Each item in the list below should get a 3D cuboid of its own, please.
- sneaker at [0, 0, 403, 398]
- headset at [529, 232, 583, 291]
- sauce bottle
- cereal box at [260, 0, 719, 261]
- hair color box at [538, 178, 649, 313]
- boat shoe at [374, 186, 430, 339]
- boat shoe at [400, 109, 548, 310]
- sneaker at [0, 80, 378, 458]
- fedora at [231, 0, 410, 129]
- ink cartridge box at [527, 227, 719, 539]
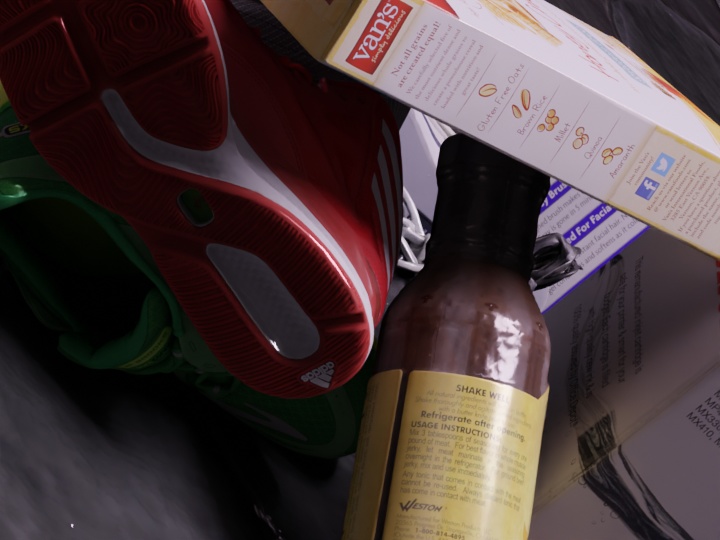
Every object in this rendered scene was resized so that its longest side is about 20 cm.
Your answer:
[{"bbox_3d":[-0.053,-0.061,1.003,0.200,0.078,0.116,63,22,-15],"label":"sneaker"},{"bbox_3d":[0.094,0.071,1.249,0.200,0.094,0.124,52,13,-33],"label":"headset"},{"bbox_3d":[0.033,0.051,1.021,0.065,0.065,0.200,30,66,-47],"label":"sauce bottle"},{"bbox_3d":[0.041,-0.077,1.014,0.200,0.040,0.144,25,15,-36],"label":"cereal box"},{"bbox_3d":[0.138,0.012,1.451,0.200,0.109,0.065,58,19,23],"label":"hair color box"},{"bbox_3d":[0.002,0.002,1.182,0.074,0.068,0.199,52,10,-20],"label":"boat shoe"},{"bbox_3d":[0.014,-0.047,1.339,0.200,0.072,0.066,40,16,-34],"label":"boat shoe"},{"bbox_3d":[-0.071,0.013,1.035,0.200,0.074,0.084,39,40,-27],"label":"sneaker"},{"bbox_3d":[-0.060,-0.081,1.139,0.200,0.090,0.177,20,15,-2],"label":"fedora"},{"bbox_3d":[0.105,0.064,1.093,0.084,0.200,0.145,42,24,-17],"label":"ink cartridge box"}]
